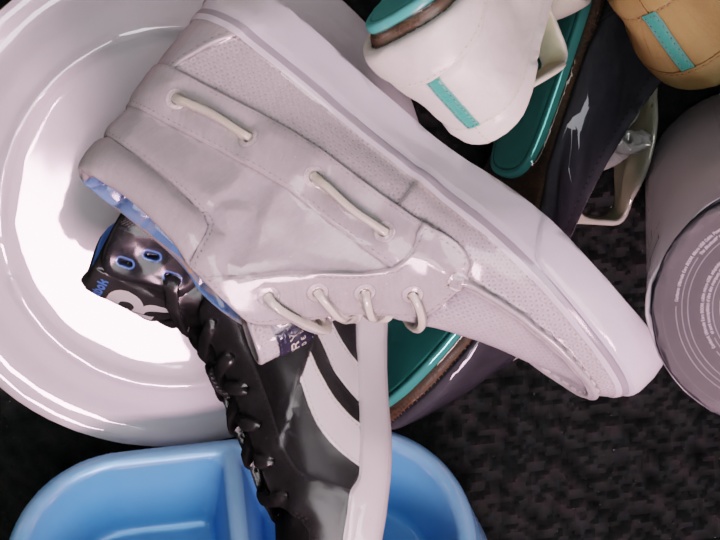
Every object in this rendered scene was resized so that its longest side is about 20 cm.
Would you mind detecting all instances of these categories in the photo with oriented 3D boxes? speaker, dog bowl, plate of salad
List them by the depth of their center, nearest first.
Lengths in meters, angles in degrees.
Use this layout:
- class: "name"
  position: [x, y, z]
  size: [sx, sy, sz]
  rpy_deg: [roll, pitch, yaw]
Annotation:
- class: "speaker"
  position: [0.142, -0.011, 0.736]
  size: [0.081, 0.200, 0.082]
  rpy_deg: [2, 103, 7]
- class: "dog bowl"
  position: [-0.045, 0.116, 0.789]
  size: [0.199, 0.050, 0.112]
  rpy_deg: [-6, 60, -4]
- class: "plate of salad"
  position: [-0.073, -0.029, 0.795]
  size: [0.199, 0.048, 0.201]
  rpy_deg: [-4, 107, -13]

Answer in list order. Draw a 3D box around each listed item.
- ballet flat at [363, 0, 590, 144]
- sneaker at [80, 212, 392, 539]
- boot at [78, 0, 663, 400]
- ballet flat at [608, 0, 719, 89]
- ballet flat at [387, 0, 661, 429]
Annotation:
- class: "ballet flat"
  position: [0.055, -0.107, 0.735]
  size: [0.069, 0.200, 0.070]
  rpy_deg: [10, 126, 15]
- class: "sneaker"
  position: [-0.048, 0.033, 0.740]
  size: [0.111, 0.073, 0.201]
  rpy_deg: [5, 78, -12]
- class: "boot"
  position: [0.000, 0.000, 0.690]
  size: [0.200, 0.074, 0.096]
  rpy_deg: [39, 77, 5]
- class: "ballet flat"
  position: [0.113, -0.158, 0.729]
  size: [0.068, 0.201, 0.063]
  rpy_deg: [-25, 139, 32]
- class: "ballet flat"
  position: [0.071, -0.020, 0.799]
  size: [0.073, 0.073, 0.201]
  rpy_deg: [25, 89, -8]
